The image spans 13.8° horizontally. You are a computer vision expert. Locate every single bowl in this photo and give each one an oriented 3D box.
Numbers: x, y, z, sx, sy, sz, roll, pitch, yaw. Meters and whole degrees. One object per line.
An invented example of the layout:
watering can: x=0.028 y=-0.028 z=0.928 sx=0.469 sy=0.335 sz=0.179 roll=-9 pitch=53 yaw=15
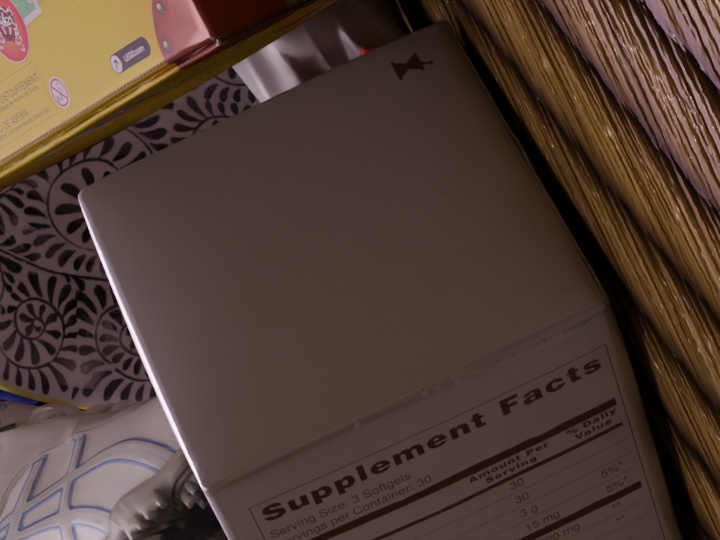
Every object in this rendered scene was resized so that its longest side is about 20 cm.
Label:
bowl: x=-0.081 y=-0.061 z=1.004 sx=0.094 sy=0.200 sz=0.201 roll=-93 pitch=-19 yaw=-61

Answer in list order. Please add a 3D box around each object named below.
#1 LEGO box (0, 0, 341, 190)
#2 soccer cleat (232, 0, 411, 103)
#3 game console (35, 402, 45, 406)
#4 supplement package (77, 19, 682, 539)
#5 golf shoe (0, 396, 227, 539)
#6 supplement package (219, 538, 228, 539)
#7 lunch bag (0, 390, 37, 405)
LEGO box: x=-0.089 y=-0.113 z=0.816 sx=0.200 sy=0.077 sz=0.149 roll=-22 pitch=94 yaw=56
soccer cleat: x=-0.030 y=-0.098 z=0.897 sx=0.201 sy=0.069 sz=0.078 roll=61 pitch=180 yaw=2
game console: x=-0.179 y=0.023 z=1.304 sx=0.201 sy=0.116 sz=0.176 roll=67 pitch=163 yaw=7
supplement package: x=0.016 y=0.051 z=0.845 sx=0.200 sy=0.117 sz=0.117 roll=68 pitch=177 yaw=-50
golf shoe: x=-0.090 y=0.068 z=0.977 sx=0.097 sy=0.200 sz=0.078 roll=52 pitch=-162 yaw=22
supplement package: x=-0.022 y=0.159 z=0.985 sx=0.200 sy=0.110 sz=0.114 roll=-4 pitch=-131 yaw=-54
lunch bag: x=-0.188 y=-0.048 z=1.141 sx=0.136 sy=0.132 sz=0.201 roll=44 pitch=-130 yaw=-76
